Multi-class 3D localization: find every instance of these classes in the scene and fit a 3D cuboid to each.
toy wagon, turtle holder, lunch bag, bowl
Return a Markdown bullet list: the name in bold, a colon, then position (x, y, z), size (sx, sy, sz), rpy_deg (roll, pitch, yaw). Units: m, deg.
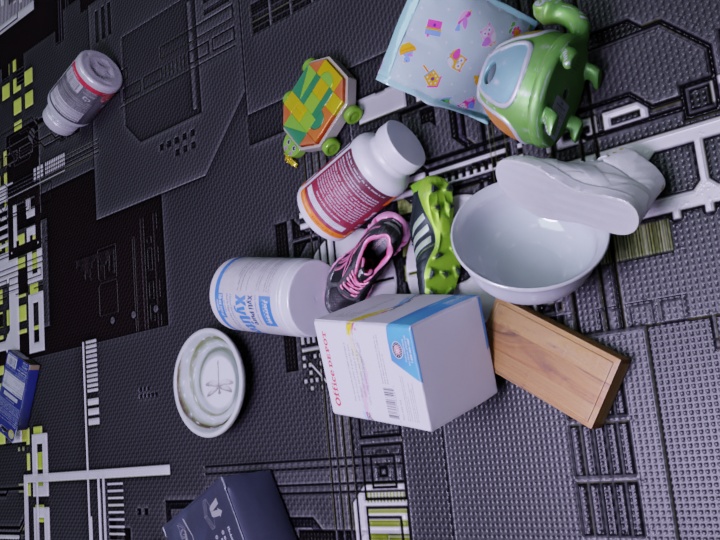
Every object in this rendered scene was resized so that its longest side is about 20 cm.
- **toy wagon**: position (-0.082, -0.265, 1.465), size (0.200, 0.040, 0.155), rpy_deg (-53, 55, 24)
- **turtle holder**: position (0.230, -0.260, 1.113), size (0.132, 0.141, 0.186), rpy_deg (23, 124, 32)
- **lunch bag**: position (0.121, -0.315, 1.181), size (0.122, 0.200, 0.171), rpy_deg (41, 113, 45)
- **bowl**: position (0.222, -0.024, 1.116), size (0.200, 0.091, 0.201), rpy_deg (-6, 48, 7)

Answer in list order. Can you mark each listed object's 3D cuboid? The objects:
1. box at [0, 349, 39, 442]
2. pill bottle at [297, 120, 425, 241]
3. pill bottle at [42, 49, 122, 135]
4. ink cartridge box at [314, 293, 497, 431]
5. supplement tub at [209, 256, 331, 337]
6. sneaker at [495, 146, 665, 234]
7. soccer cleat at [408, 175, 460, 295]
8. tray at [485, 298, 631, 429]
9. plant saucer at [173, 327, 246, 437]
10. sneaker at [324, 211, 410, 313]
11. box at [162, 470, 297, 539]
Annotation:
- **box**: position (-0.846, 0.308, 2.084), size (0.121, 0.032, 0.201), rpy_deg (20, 97, 41)
- **pill bottle**: position (0.002, -0.142, 1.331), size (0.200, 0.113, 0.113), rpy_deg (-37, 63, 33)
- **pill bottle**: position (-0.634, -0.394, 1.914), size (0.200, 0.111, 0.111), rpy_deg (-35, 64, 34)
- **ink cartridge box**: position (0.061, 0.121, 1.195), size (0.200, 0.146, 0.147), rpy_deg (0, 106, 48)
- **supplement tub**: position (-0.146, 0.042, 1.432), size (0.200, 0.132, 0.132), rpy_deg (1, 87, 42)
- **sneaker**: position (0.283, -0.116, 1.086), size (0.200, 0.116, 0.074), rpy_deg (25, 138, 30)
- **soccer cleat**: position (0.106, -0.041, 1.271), size (0.081, 0.067, 0.201), rpy_deg (-5, 85, 63)
- **tray**: position (0.251, 0.119, 1.140), size (0.200, 0.037, 0.099), rpy_deg (29, 105, 40)
- **plant saucer**: position (-0.269, 0.207, 1.577), size (0.200, 0.050, 0.201), rpy_deg (-4, 83, 40)
- **sneaker**: position (0.000, 0.000, 1.321), size (0.079, 0.095, 0.200), rpy_deg (32, 114, -4)
- **box**: position (-0.217, 0.481, 1.460), size (0.200, 0.117, 0.197), rpy_deg (-43, 60, 31)
